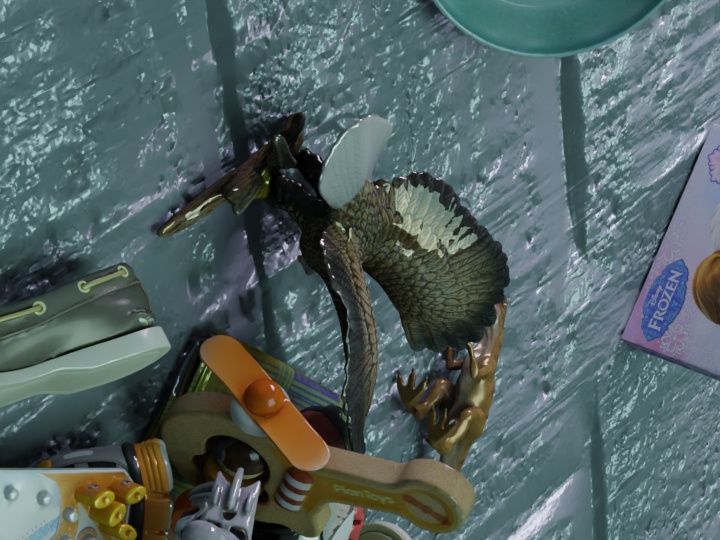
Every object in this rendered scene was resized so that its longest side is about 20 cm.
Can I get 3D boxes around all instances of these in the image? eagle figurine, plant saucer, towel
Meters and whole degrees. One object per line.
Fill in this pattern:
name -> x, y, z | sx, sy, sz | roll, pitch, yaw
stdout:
eagle figurine -> -0.001, 0.000, 1.179 | 0.152, 0.200, 0.151 | -38, -174, 11
plant saucer -> 0.127, -0.238, 1.246 | 0.199, 0.036, 0.201 | -5, 120, -8
towel -> -0.074, 0.128, 1.249 | 0.200, 0.023, 0.144 | 30, 82, -53

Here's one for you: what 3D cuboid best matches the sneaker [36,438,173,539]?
sneaker -> -0.165, 0.187, 1.136 | 0.077, 0.078, 0.201 | 5, 111, -20

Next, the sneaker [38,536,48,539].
sneaker -> -0.227, 0.228, 1.088 | 0.083, 0.081, 0.201 | -4, 104, -31

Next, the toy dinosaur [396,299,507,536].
toy dinosaur -> 0.072, 0.111, 1.388 | 0.106, 0.060, 0.201 | 6, 102, -53

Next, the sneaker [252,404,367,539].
sneaker -> -0.054, 0.183, 1.222 | 0.098, 0.071, 0.201 | 2, 107, -53

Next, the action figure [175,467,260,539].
action figure -> -0.091, 0.194, 1.088 | 0.200, 0.069, 0.130 | 91, 22, -52

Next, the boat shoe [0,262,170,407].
boat shoe -> -0.201, 0.043, 1.026 | 0.201, 0.072, 0.060 | -14, 77, -34

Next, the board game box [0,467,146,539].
board game box -> -0.209, 0.206, 1.012 | 0.200, 0.026, 0.201 | 5, 94, -43

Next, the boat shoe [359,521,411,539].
boat shoe -> -0.029, 0.261, 1.318 | 0.200, 0.075, 0.068 | -49, 168, 0

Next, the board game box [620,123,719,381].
board game box -> 0.336, 0.001, 1.540 | 0.041, 0.199, 0.201 | 28, 84, -52

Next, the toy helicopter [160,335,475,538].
toy helicopter -> -0.028, 0.109, 1.117 | 0.079, 0.199, 0.133 | -57, 146, -41
